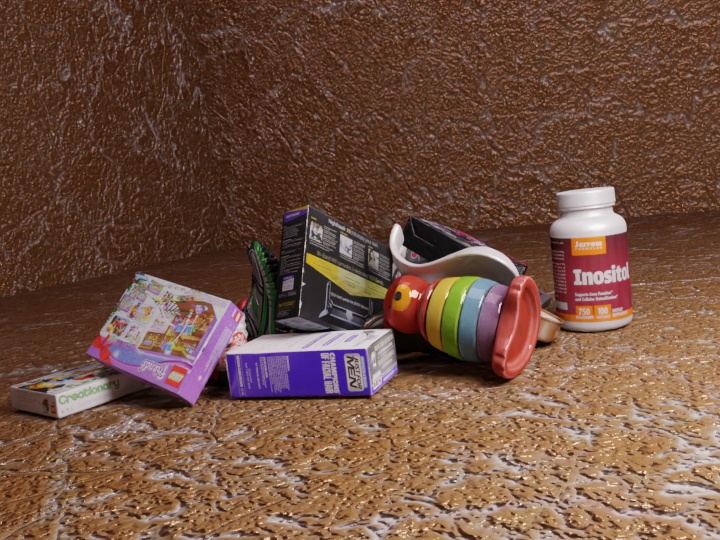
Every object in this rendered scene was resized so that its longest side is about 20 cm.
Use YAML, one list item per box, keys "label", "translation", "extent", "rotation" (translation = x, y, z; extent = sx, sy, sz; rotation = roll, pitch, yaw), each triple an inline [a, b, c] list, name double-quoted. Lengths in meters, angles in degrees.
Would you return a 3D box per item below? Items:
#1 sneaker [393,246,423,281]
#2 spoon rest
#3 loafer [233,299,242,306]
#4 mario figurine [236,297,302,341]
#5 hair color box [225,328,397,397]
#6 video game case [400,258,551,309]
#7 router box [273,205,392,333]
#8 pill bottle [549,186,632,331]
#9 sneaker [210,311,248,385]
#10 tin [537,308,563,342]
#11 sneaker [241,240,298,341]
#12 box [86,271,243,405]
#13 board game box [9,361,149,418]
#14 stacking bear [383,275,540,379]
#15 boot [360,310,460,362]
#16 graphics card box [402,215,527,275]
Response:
- label: "sneaker"
  translation: [0.088, 0.002, 1.291]
  extent: [0.073, 0.082, 0.200]
  rotation: [9, 30, 17]
- label: "spoon rest"
  translation: [0.121, -0.005, 0.991]
  extent: [0.198, 0.100, 0.061]
  rotation: [19, 59, 29]
- label: "loafer"
  translation: [-0.208, 0.088, 1.337]
  extent: [0.072, 0.074, 0.200]
  rotation: [-5, 6, 21]
- label: "mario figurine"
  translation: [-0.125, 0.110, 1.176]
  extent: [0.196, 0.108, 0.124]
  rotation: [4, -28, 7]
- label: "hair color box"
  translation: [-0.061, 0.120, 0.963]
  extent: [0.197, 0.066, 0.109]
  rotation: [-6, 6, 21]
- label: "video game case"
  translation: [0.190, 0.028, 1.205]
  extent: [0.199, 0.024, 0.181]
  rotation: [31, 30, 25]
- label: "router box"
  translation: [-0.032, 0.018, 1.059]
  extent: [0.052, 0.160, 0.199]
  rotation: [-12, -25, 38]
- label: "pill bottle"
  translation: [0.343, -0.018, 1.108]
  extent: [0.111, 0.204, 0.113]
  rotation: [-7, 7, 1]
- label: "sneaker"
  translation: [-0.224, 0.101, 1.093]
  extent: [0.067, 0.110, 0.200]
  rotation: [-11, 8, -38]
- label: "tin"
  translation: [0.193, 0.049, 1.066]
  extent: [0.198, 0.042, 0.112]
  rotation: [24, 12, 16]
- label: "sneaker"
  translation: [-0.147, 0.050, 1.092]
  extent: [0.084, 0.203, 0.078]
  rotation: [-15, -21, 11]
- label: "box"
  translation: [-0.269, 0.087, 1.013]
  extent: [0.198, 0.138, 0.039]
  rotation: [14, -24, 34]
- label: "board game box"
  translation: [-0.380, 0.161, 1.070]
  extent: [0.125, 0.035, 0.199]
  rotation: [-1, 9, 38]
- label: "stacking bear"
  translation: [0.119, 0.056, 0.947]
  extent: [0.197, 0.123, 0.113]
  rotation: [12, -6, 31]
- label: "boot"
  translation: [0.103, 0.085, 1.025]
  extent: [0.197, 0.076, 0.097]
  rotation: [-4, 5, -18]
- label: "graphics card box"
  translation: [0.161, -0.024, 1.139]
  extent: [0.125, 0.051, 0.199]
  rotation: [33, 14, 35]
